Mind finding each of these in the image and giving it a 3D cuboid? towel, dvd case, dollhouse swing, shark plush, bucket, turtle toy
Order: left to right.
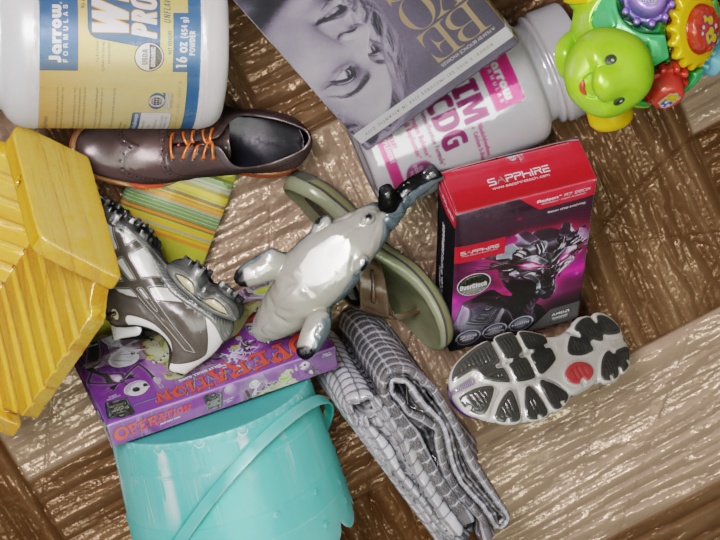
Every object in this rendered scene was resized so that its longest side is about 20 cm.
[{"bbox_3d":[-0.321,-0.002,1.469,0.175,0.182,0.200,11,133,-36],"label":"dollhouse swing"},{"bbox_3d":[-0.179,-0.009,1.604,0.086,0.018,0.201,19,107,-12],"label":"towel"},{"bbox_3d":[-0.111,0.167,1.589,0.206,0.207,0.135,-16,108,-5],"label":"bucket"},{"bbox_3d":[-0.021,-0.020,1.514,0.091,0.083,0.200,37,95,10],"label":"shark plush"},{"bbox_3d":[0.004,-0.199,1.407,0.148,0.016,0.200,-34,122,16],"label":"dvd case"},{"bbox_3d":[0.046,0.138,1.625,0.085,0.166,0.200,-36,114,-3],"label":"towel"},{"bbox_3d":[0.218,-0.181,1.469,0.200,0.101,0.146,-35,120,-37],"label":"turtle toy"}]

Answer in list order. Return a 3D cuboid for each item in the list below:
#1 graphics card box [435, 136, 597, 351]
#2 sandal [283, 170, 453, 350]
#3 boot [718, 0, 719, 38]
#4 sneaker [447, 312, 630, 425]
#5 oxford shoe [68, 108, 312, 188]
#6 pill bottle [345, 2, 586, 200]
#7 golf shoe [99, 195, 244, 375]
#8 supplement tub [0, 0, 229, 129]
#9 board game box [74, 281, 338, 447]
[{"bbox_3d":[0.127,-0.019,1.590,0.125,0.051,0.200,-14,145,-11],"label":"graphics card box"},{"bbox_3d":[-0.001,-0.001,1.605,0.201,0.080,0.057,44,70,-14],"label":"sandal"},{"bbox_3d":[0.342,-0.192,1.616,0.200,0.077,0.155,-40,117,-3],"label":"boot"},{"bbox_3d":[0.151,0.099,1.643,0.199,0.081,0.083,-10,160,-39],"label":"sneaker"},{"bbox_3d":[-0.137,-0.107,1.532,0.199,0.073,0.072,-6,89,-15],"label":"oxford shoe"},{"bbox_3d":[0.089,-0.139,1.554,0.199,0.113,0.114,-24,114,-2],"label":"pill bottle"},{"bbox_3d":[-0.193,0.004,1.532,0.200,0.078,0.095,37,92,13],"label":"golf shoe"},{"bbox_3d":[-0.208,-0.182,1.460,0.199,0.145,0.146,-1,111,-11],"label":"supplement tub"},{"bbox_3d":[-0.132,0.073,1.569,0.199,0.120,0.032,-19,131,-15],"label":"board game box"}]
